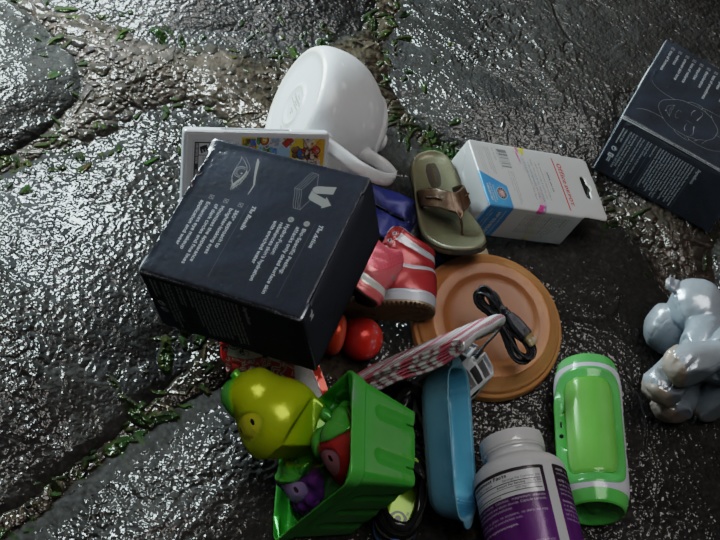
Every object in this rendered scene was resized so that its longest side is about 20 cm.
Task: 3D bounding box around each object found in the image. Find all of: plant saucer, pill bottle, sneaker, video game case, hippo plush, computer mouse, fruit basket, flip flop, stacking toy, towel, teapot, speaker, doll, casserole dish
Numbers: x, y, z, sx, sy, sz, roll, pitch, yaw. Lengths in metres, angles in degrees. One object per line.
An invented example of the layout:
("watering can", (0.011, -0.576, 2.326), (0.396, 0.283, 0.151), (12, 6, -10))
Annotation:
("plant saucer", (0.164, 0.068, 1.634), (0.199, 0.037, 0.201), (4, 67, -9))
("pill bottle", (0.194, 0.287, 1.469), (0.112, 0.113, 0.200), (0, 56, -15))
("sneaker", (0.057, 0.222, 1.484), (0.071, 0.083, 0.200), (12, 61, -5))
("video game case", (-0.135, -0.078, 1.596), (0.181, 0.201, 0.023), (0, 19, -15))
("hippo plush", (0.423, 0.082, 1.634), (0.159, 0.200, 0.161), (11, 43, -34))
("computer mouse", (0.120, 0.122, 1.567), (0.200, 0.044, 0.110), (-45, 88, 0))
("fruit basket", (-0.063, 0.194, 1.408), (0.215, 0.216, 0.156), (8, 55, -9))
("flip flop", (0.111, -0.095, 1.674), (0.081, 0.058, 0.200), (-5, 48, -9))
("stacking toy", (-0.068, 0.071, 1.571), (0.199, 0.085, 0.086), (13, 54, -12))
("sneaker", (-0.102, 0.119, 1.500), (0.108, 0.067, 0.202), (-17, 100, -12))
("towel", (0.065, 0.107, 1.481), (0.030, 0.200, 0.146), (65, 28, 0))
("teapot", (-0.028, -0.193, 1.705), (0.146, 0.197, 0.201), (22, 68, -25))
("sneaker", (-0.032, -0.043, 1.562), (0.200, 0.074, 0.087), (39, 77, 10))
("speaker", (0.282, 0.205, 1.566), (0.088, 0.089, 0.200), (9, 55, -9))
("doll", (0.083, -0.058, 1.714), (0.200, 0.049, 0.137), (28, 55, 5))
("casserole dish", (0.103, 0.200, 1.486), (0.039, 0.121, 0.201), (-5, 85, 16))
("sneaker", (0.000, 0.000, 1.622), (0.199, 0.071, 0.113), (6, 61, 3))

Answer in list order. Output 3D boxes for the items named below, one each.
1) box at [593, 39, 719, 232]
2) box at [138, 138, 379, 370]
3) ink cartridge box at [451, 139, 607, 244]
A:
("box", (0.479, -0.198, 1.869), (0.196, 0.124, 0.200), (30, 54, 8))
("box", (-0.107, -0.020, 1.430), (0.199, 0.118, 0.197), (16, 59, 17))
("ink cartridge box", (0.229, -0.104, 1.756), (0.199, 0.068, 0.115), (6, 52, -28))
